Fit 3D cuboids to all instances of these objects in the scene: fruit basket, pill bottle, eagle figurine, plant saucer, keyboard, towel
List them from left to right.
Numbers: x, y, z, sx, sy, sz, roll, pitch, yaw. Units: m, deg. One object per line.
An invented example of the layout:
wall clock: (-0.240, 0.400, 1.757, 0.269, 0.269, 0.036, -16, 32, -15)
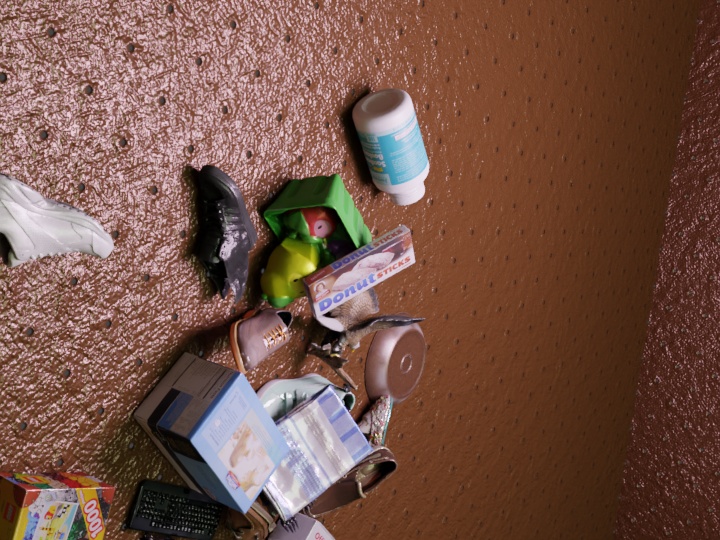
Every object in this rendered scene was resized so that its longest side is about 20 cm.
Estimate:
keyboard: (-0.283, 0.397, 1.449, 0.199, 0.039, 0.105, 31, 74, -52)
towel: (-0.090, 0.304, 1.543, 0.199, 0.024, 0.148, -34, 97, -18)
fruit basket: (-0.078, -0.029, 1.527, 0.215, 0.154, 0.219, -4, 90, -65)
eagle figurine: (-0.003, 0.097, 1.665, 0.200, 0.151, 0.152, -42, 96, -21)
pill bottle: (0.061, -0.219, 1.675, 0.111, 0.110, 0.202, -49, 135, -33)
plant saucer: (0.082, 0.189, 1.891, 0.199, 0.036, 0.203, -23, 119, -49)

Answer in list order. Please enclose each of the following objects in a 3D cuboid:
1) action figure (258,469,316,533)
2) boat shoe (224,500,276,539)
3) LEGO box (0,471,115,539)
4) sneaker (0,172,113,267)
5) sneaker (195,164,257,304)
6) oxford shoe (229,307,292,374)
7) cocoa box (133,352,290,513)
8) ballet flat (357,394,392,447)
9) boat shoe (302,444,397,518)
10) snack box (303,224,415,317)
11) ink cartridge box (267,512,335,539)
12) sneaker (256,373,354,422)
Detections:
action figure: (-0.134, 0.362, 1.592, 0.119, 0.102, 0.201, -44, 135, -22)
boat shoe: (-0.187, 0.416, 1.520, 0.068, 0.072, 0.201, -42, 154, -16)
LEGO box: (-0.425, 0.373, 1.213, 0.148, 0.076, 0.203, 16, 87, -55)
sneaker: (-0.399, -0.045, 1.138, 0.199, 0.077, 0.100, 29, 83, -44)
sneaker: (-0.212, -0.053, 1.392, 0.105, 0.059, 0.201, -58, 144, -32)
oxford shoe: (-0.153, 0.101, 1.435, 0.200, 0.072, 0.072, -73, 148, -70)
cocoa box: (-0.222, 0.248, 1.408, 0.134, 0.130, 0.201, -53, 138, -29)
ballet flat: (0.014, 0.340, 1.818, 0.063, 0.076, 0.203, 13, 85, -11)
boat shoe: (-0.018, 0.400, 1.730, 0.201, 0.075, 0.075, -34, 112, -16)
snack box: (0.000, 0.000, 1.516, 0.199, 0.024, 0.072, -29, 134, -18)
ink cartridge box: (-0.129, 0.560, 1.670, 0.201, 0.083, 0.146, -57, 139, -26)
sneaker: (-0.095, 0.232, 1.589, 0.199, 0.117, 0.075, -17, 115, -49)
